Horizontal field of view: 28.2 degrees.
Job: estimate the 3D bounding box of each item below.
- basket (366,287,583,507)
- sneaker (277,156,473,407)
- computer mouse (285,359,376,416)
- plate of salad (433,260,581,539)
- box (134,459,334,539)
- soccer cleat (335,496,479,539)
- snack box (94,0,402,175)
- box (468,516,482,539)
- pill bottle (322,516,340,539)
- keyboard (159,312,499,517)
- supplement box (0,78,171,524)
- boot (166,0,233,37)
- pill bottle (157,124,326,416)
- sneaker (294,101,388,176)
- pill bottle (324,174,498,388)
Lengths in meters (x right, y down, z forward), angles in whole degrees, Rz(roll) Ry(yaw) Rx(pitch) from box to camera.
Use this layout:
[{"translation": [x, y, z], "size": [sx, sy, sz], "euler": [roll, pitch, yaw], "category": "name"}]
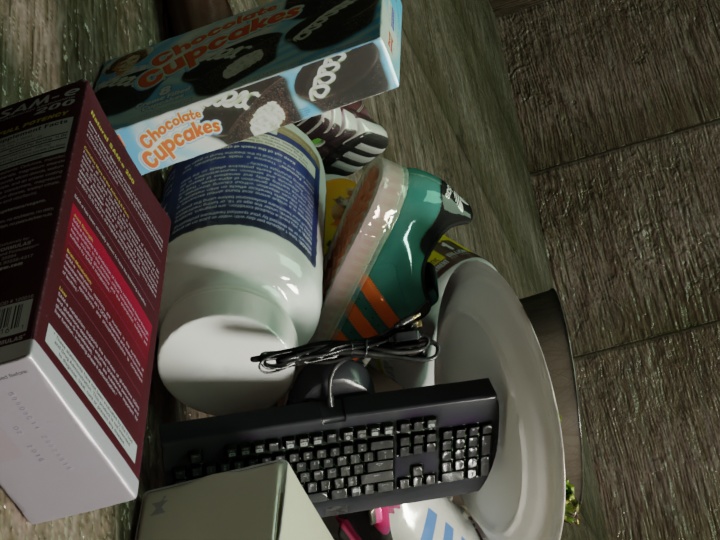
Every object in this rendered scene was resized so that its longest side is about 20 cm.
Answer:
[{"translation": [0.063, 0.112, 1.125], "size": [0.136, 0.199, 0.181], "euler": [-100, -177, -69], "category": "basket"}, {"translation": [0.008, 0.025, 0.950], "size": [0.071, 0.080, 0.201], "euler": [-98, -149, -60], "category": "sneaker"}, {"translation": [-0.038, 0.137, 0.885], "size": [0.034, 0.058, 0.201], "euler": [-115, -139, -59], "category": "computer mouse"}, {"translation": [0.093, 0.092, 0.904], "size": [0.200, 0.048, 0.201], "euler": [172, -90, -73], "category": "plate of salad"}, {"translation": [-0.049, 0.208, 0.833], "size": [0.078, 0.095, 0.200], "euler": [-87, 156, -48], "category": "box"}, {"translation": [0.030, 0.159, 0.931], "size": [0.086, 0.070, 0.201], "euler": [-24, 97, -41], "category": "soccer cleat"}, {"translation": [-0.073, -0.121, 0.883], "size": [0.116, 0.199, 0.037], "euler": [-87, 156, -56], "category": "snack box"}, {"translation": [0.115, 0.331, 1.301], "size": [0.106, 0.122, 0.201], "euler": [-34, 108, -76], "category": "box"}, {"translation": [0.021, 0.256, 1.029], "size": [0.111, 0.110, 0.201], "euler": [-73, 145, -67], "category": "pill bottle"}, {"translation": [-0.016, 0.091, 0.832], "size": [0.021, 0.199, 0.128], "euler": [-119, -156, -62], "category": "keyboard"}, {"translation": [-0.150, 0.011, 0.716], "size": [0.201, 0.061, 0.109], "euler": [-90, 160, -47], "category": "supplement box"}, {"translation": [-0.134, -0.221, 1.071], "size": [0.186, 0.064, 0.201], "euler": [20, 60, -71], "category": "boot"}, {"translation": [-0.079, -0.005, 0.919], "size": [0.200, 0.110, 0.111], "euler": [-90, 159, -51], "category": "pill bottle"}, {"translation": [-0.063, -0.145, 1.089], "size": [0.200, 0.076, 0.116], "euler": [20, 42, -58], "category": "sneaker"}, {"translation": [0.000, 0.000, 1.066], "size": [0.200, 0.109, 0.109], "euler": [32, -11, 31], "category": "pill bottle"}]
